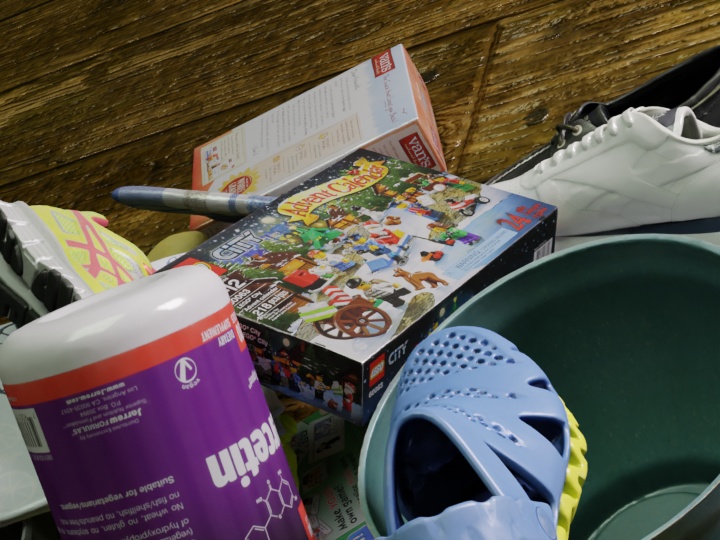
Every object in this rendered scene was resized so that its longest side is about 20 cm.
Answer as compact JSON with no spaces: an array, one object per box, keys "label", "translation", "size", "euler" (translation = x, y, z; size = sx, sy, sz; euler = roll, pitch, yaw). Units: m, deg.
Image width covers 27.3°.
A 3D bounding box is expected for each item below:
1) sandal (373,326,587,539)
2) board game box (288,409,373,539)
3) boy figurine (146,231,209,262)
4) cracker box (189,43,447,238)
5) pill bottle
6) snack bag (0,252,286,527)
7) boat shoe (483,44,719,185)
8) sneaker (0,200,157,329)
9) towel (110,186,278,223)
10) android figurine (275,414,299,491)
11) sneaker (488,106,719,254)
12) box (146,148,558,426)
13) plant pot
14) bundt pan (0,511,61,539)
[{"label":"sandal","translation":[0.041,0.080,0.562],"size":[0.079,0.087,0.201],"euler":[-29,29,14]},{"label":"board game box","translation":[-0.027,0.157,0.830],"size":[0.134,0.029,0.200],"euler":[-32,30,2]},{"label":"boy figurine","translation":[-0.186,0.045,1.100],"size":[0.199,0.065,0.124],"euler":[-34,-2,-6]},{"label":"cracker box","translation":[-0.036,-0.087,1.176],"size":[0.199,0.058,0.134],"euler":[-26,31,12]},{"label":"pill bottle","translation":[-0.086,0.107,0.696],"size":[0.112,0.201,0.112],"euler":[-19,7,3]},{"label":"snack bag","translation":[-0.162,0.064,0.846],"size":[0.199,0.022,0.189],"euler":[-17,35,-14]},{"label":"boat shoe","translation":[0.153,-0.080,0.925],"size":[0.199,0.057,0.069],"euler":[-24,31,14]},{"label":"sneaker","translation":[-0.141,0.021,0.825],"size":[0.090,0.079,0.200],"euler":[-4,40,-35]},{"label":"towel","translation":[-0.050,-0.039,1.021],"size":[0.198,0.024,0.147],"euler":[6,2,23]},{"label":"android figurine","translation":[-0.105,0.155,0.839],"size":[0.200,0.041,0.182],"euler":[-52,28,2]},{"label":"sneaker","translation":[0.147,-0.054,0.849],"size":[0.199,0.081,0.076],"euler":[-4,17,32]},{"label":"box","translation":[0.000,0.000,0.795],"size":[0.136,0.038,0.200],"euler":[19,34,28]},{"label":"plant pot","translation":[0.116,0.101,0.672],"size":[0.199,0.135,0.201],"euler":[-24,32,16]},{"label":"bundt pan","translation":[-0.213,0.215,0.820],"size":[0.201,0.076,0.203],"euler":[-36,35,31]}]
